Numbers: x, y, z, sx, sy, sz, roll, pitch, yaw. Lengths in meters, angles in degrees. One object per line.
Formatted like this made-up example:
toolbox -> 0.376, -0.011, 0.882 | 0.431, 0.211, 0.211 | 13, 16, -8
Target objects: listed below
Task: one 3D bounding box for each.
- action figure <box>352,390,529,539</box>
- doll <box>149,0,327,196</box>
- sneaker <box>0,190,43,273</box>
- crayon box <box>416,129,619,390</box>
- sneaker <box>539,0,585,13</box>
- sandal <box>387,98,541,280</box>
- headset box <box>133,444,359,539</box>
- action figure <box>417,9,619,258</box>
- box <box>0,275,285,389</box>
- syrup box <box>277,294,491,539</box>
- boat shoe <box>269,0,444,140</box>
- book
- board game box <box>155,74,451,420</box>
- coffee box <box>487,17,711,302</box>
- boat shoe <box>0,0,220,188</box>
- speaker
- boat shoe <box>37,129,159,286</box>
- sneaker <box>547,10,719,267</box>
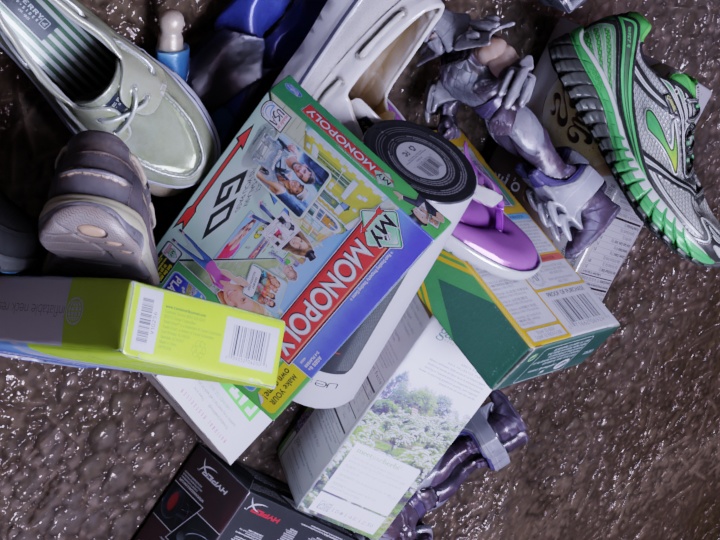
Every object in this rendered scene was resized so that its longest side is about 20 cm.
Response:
action figure -> 0.054, 0.185, 1.289 | 0.200, 0.069, 0.130 | -38, 141, -12
doll -> -0.081, -0.133, 0.988 | 0.200, 0.048, 0.136 | -51, 141, 5
sneaker -> -0.243, -0.066, 0.870 | 0.082, 0.073, 0.200 | -54, 138, -4
crayon box -> 0.083, -0.013, 1.105 | 0.126, 0.200, 0.052 | -9, 147, -52
sneaker -> 0.095, -0.230, 1.036 | 0.200, 0.114, 0.076 | 3, 112, -42
sandal -> 0.051, -0.071, 1.044 | 0.050, 0.203, 0.082 | -48, 180, 35
headset box -> -0.115, 0.253, 1.172 | 0.149, 0.075, 0.200 | 33, 91, -46
action figure -> 0.102, -0.106, 1.067 | 0.069, 0.130, 0.200 | -43, 106, -6
box -> -0.157, 0.037, 0.937 | 0.122, 0.200, 0.048 | 17, 79, -45
syrup box -> 0.027, 0.098, 1.158 | 0.079, 0.081, 0.200 | 26, 108, -26
boat shoe -> -0.012, -0.109, 0.991 | 0.200, 0.070, 0.071 | -55, 161, 23
book -> -0.063, 0.030, 1.111 | 0.200, 0.048, 0.134 | -47, 137, -13
board game box -> -0.051, -0.009, 0.965 | 0.200, 0.135, 0.029 | -50, 177, 38
coffee box -> 0.170, -0.078, 1.186 | 0.080, 0.113, 0.200 | 11, 108, -58
boat shoe -> -0.157, -0.109, 0.902 | 0.072, 0.062, 0.200 | -45, 124, 6
speaker -> 0.000, 0.000, 1.012 | 0.081, 0.081, 0.200 | -7, 140, -38
boat shoe -> -0.151, -0.031, 0.919 | 0.074, 0.200, 0.074 | 10, 76, -9
sneaker -> 0.213, -0.093, 1.080 | 0.085, 0.200, 0.078 | -29, 180, 10
